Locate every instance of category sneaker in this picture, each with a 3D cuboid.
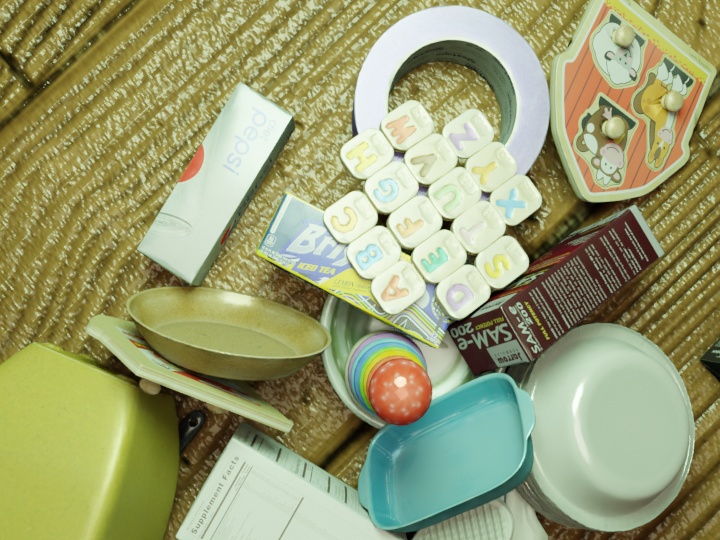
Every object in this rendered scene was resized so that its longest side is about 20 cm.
[{"bbox_3d":[0.158,0.286,0.945,0.069,0.073,0.204,2,88,1],"label":"sneaker"},{"bbox_3d":[0.082,0.288,0.920,0.075,0.104,0.201,42,105,13],"label":"sneaker"}]

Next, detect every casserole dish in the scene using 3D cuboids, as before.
[{"bbox_3d":[0.086,0.177,0.871,0.198,0.122,0.039,-31,129,25],"label":"casserole dish"}]

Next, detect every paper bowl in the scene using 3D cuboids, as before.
[{"bbox_3d":[0.241,0.153,0.913,0.197,0.104,0.204,4,78,-17],"label":"paper bowl"}]

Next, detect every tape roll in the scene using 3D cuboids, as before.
[{"bbox_3d":[0.089,-0.161,0.953,0.196,0.085,0.204,0,88,-3],"label":"tape roll"}]

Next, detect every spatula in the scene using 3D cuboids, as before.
[{"bbox_3d":[-0.230,0.224,0.959,0.056,0.021,0.201,39,86,7],"label":"spatula"}]

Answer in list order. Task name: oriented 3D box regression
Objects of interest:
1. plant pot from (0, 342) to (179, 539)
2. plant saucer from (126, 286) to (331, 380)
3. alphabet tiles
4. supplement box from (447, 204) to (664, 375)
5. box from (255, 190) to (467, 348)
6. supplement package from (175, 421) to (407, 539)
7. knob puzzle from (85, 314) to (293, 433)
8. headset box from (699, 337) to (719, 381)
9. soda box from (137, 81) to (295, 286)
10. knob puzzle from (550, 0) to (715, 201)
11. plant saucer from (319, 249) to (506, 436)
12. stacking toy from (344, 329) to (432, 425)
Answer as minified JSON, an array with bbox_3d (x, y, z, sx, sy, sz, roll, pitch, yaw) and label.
[{"bbox_3d":[-0.276,0.184,0.866,0.193,0.194,0.203,21,81,12],"label":"plant pot"},{"bbox_3d":[-0.127,0.062,0.886,0.197,0.200,0.036,13,103,-2],"label":"plant saucer"},{"bbox_3d":[0.071,-0.059,0.880,0.194,0.015,0.201,-34,85,-12],"label":"alphabet tiles"},{"bbox_3d":[0.190,0.020,0.904,0.199,0.109,0.061,-34,92,-27],"label":"supplement box"},{"bbox_3d":[0.000,0.000,0.905,0.198,0.064,0.071,27,87,0],"label":"box"},{"bbox_3d":[-0.066,0.255,0.920,0.198,0.110,0.115,32,88,-1],"label":"supplement package"},{"bbox_3d":[-0.182,0.097,0.888,0.217,0.220,0.031,28,89,-1],"label":"knob puzzle"},{"bbox_3d":[0.483,0.076,0.962,0.149,0.077,0.200,44,86,-1],"label":"headset box"},{"bbox_3d":[-0.146,-0.087,0.951,0.068,0.063,0.202,32,87,0],"label":"soda box"},{"bbox_3d":[0.275,-0.163,0.947,0.216,0.030,0.224,-3,97,-24],"label":"knob puzzle"},{"bbox_3d":[0.056,0.068,0.960,0.196,0.050,0.204,0,87,-2],"label":"plant saucer"},{"bbox_3d":[0.028,0.099,0.833,0.084,0.200,0.087,0,88,-1],"label":"stacking toy"}]
